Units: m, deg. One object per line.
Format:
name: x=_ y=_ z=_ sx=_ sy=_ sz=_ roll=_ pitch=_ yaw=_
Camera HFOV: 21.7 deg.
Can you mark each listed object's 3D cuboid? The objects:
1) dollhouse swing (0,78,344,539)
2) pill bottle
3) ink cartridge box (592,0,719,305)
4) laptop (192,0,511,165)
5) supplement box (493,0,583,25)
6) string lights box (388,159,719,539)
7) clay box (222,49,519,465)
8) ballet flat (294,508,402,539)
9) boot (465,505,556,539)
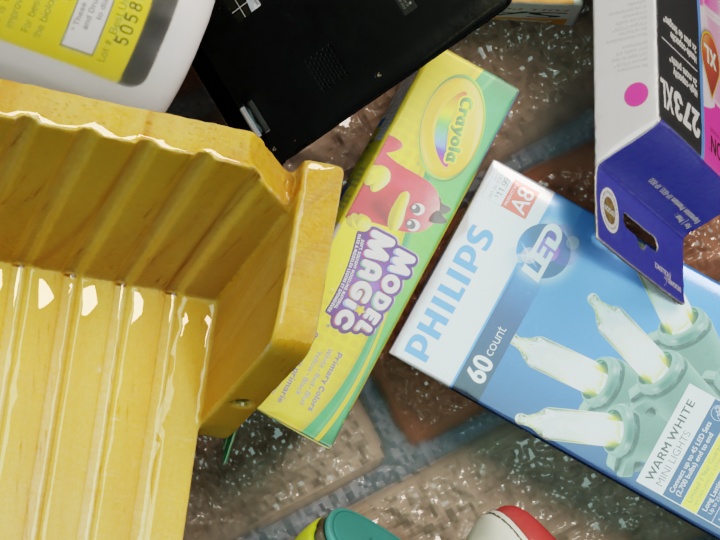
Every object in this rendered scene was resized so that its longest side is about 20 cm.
dollhouse swing: x=-0.130 y=0.052 z=0.700 sx=0.199 sy=0.182 sz=0.177 roll=11 pitch=65 yaw=-18
pill bottle: x=-0.158 y=-0.127 z=0.689 sx=0.199 sy=0.111 sz=0.112 roll=18 pitch=90 yaw=-23
ink cartridge box: x=0.133 y=-0.095 z=0.822 sx=0.037 sy=0.095 sz=0.201 roll=-8 pitch=68 yaw=31
laptop: x=-0.041 y=-0.148 z=0.809 sx=0.199 sy=0.116 sz=0.188 roll=-32 pitch=89 yaw=29
supplement box: x=0.045 y=-0.219 z=0.866 sx=0.125 sy=0.074 sz=0.202 roll=2 pitch=90 yaw=3
string lights box: x=0.123 y=0.042 z=0.869 sx=0.199 sy=0.059 sz=0.103 roll=29 pitch=91 yaw=2
clay box: x=0.000 y=0.000 z=0.845 sx=0.047 sy=0.115 sz=0.201 roll=27 pitch=91 yaw=-4
ballet flat: x=0.051 y=0.183 z=0.873 sx=0.199 sy=0.067 sz=0.067 roll=30 pitch=112 yaw=-1
boot: x=0.147 y=0.144 z=0.810 sx=0.144 sy=0.072 sz=0.200 roll=-44 pitch=104 yaw=-9
